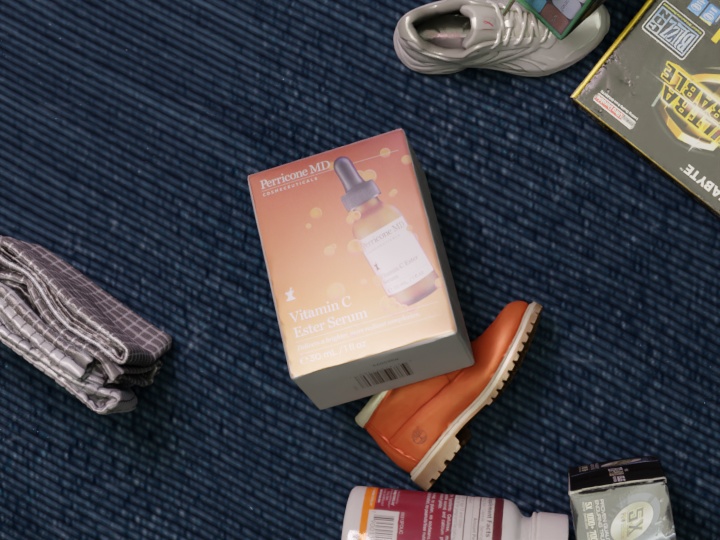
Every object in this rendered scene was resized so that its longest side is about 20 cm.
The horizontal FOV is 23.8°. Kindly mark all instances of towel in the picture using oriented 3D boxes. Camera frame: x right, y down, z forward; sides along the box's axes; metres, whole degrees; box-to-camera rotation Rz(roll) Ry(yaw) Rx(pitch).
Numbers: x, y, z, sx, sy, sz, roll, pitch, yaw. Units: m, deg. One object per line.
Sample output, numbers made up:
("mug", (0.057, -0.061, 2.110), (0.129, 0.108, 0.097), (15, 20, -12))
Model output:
("towel", (-0.273, 0.044, 1.558), (0.200, 0.166, 0.086), (36, 89, 5))

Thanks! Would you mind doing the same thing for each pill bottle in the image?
("pill bottle", (0.085, 0.259, 1.540), (0.199, 0.114, 0.115), (5, 91, 6))

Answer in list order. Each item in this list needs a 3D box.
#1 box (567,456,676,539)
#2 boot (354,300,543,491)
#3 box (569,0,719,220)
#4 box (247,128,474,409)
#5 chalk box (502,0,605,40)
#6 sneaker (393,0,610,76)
("box", (0.238, 0.274, 1.497), (0.086, 0.164, 0.201), (-9, 89, 7))
("boot", (0.081, 0.092, 1.563), (0.107, 0.075, 0.200), (39, 96, 10))
("box", (0.316, -0.155, 1.543), (0.200, 0.049, 0.160), (40, 93, 5))
("box", (0.000, 0.000, 1.523), (0.152, 0.106, 0.201), (-17, 68, 7))
("chalk box", (0.185, -0.297, 1.478), (0.124, 0.124, 0.200), (46, 62, 4))
("sneaker", (0.126, -0.214, 1.538), (0.199, 0.099, 0.078), (-7, 90, 7))
